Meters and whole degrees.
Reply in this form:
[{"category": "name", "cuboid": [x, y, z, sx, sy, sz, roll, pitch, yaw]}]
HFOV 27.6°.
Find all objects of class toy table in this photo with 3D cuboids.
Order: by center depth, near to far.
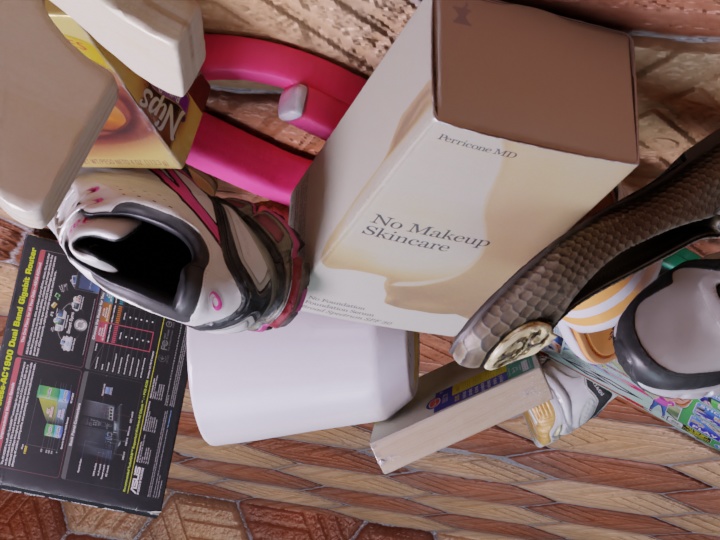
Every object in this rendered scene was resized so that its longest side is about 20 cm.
[{"category": "toy table", "cuboid": [-0.107, -0.119, 0.458, 0.116, 0.185, 0.200, 25, 178, 4]}]

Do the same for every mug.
[{"category": "mug", "cuboid": [-0.033, 0.047, 1.092, 0.151, 0.151, 0.187, -2, -163, 9]}]

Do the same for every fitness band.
[{"category": "fitness band", "cuboid": [-0.038, -0.072, 0.810, 0.199, 0.038, 0.143, 25, 159, -39]}]

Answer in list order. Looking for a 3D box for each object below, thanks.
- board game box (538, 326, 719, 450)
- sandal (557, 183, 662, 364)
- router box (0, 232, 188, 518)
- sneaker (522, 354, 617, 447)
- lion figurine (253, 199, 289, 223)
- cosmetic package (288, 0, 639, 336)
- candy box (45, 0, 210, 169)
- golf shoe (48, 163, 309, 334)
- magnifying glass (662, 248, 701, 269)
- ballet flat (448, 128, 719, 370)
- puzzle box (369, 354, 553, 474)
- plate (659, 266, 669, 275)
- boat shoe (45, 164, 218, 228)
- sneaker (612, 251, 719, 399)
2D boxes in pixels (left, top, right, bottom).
[{"category": "board game box", "cuboid": [0.182, 0.053, 0.989, 0.199, 0.029, 0.135, 28, 165, 15]}, {"category": "sandal", "cuboid": [0.143, 0.004, 0.828, 0.059, 0.079, 0.207, 37, 172, 35]}, {"category": "router box", "cuboid": [-0.213, 0.085, 1.164, 0.148, 0.202, 0.062, 13, 169, -9]}, {"category": "sneaker", "cuboid": [0.173, 0.099, 1.217, 0.087, 0.076, 0.200, -26, -179, 0]}, {"category": "lion figurine", "cuboid": [0.000, 0.000, 0.922, 0.198, 0.073, 0.122, 9, -177, -2]}, {"category": "cosmetic package", "cuboid": [0.041, -0.043, 0.707, 0.104, 0.072, 0.200, 10, 153, -17]}, {"category": "candy box", "cuboid": [-0.187, -0.105, 0.712, 0.198, 0.057, 0.117, 2, 149, 22]}, {"category": "golf shoe", "cuboid": [-0.121, -0.031, 0.740, 0.199, 0.073, 0.092, 27, -165, 32]}, {"category": "magnifying glass", "cuboid": [0.180, 0.018, 0.982, 0.080, 0.022, 0.200, 44, 163, -13]}, {"category": "ballet flat", "cuboid": [0.124, -0.006, 0.697, 0.047, 0.199, 0.067, 53, 152, 9]}, {"category": "puzzle box", "cuboid": [0.075, 0.094, 1.102, 0.132, 0.026, 0.200, -24, -176, 6]}, {"category": "plate", "cuboid": [0.264, 0.036, 1.024, 0.198, 0.026, 0.200, 9, 165, 2]}, {"category": "boat shoe", "cuboid": [-0.170, -0.056, 0.892, 0.072, 0.068, 0.199, -4, 159, 42]}, {"category": "sneaker", "cuboid": [0.222, 0.003, 0.767, 0.198, 0.074, 0.080, -22, 159, -13]}]
